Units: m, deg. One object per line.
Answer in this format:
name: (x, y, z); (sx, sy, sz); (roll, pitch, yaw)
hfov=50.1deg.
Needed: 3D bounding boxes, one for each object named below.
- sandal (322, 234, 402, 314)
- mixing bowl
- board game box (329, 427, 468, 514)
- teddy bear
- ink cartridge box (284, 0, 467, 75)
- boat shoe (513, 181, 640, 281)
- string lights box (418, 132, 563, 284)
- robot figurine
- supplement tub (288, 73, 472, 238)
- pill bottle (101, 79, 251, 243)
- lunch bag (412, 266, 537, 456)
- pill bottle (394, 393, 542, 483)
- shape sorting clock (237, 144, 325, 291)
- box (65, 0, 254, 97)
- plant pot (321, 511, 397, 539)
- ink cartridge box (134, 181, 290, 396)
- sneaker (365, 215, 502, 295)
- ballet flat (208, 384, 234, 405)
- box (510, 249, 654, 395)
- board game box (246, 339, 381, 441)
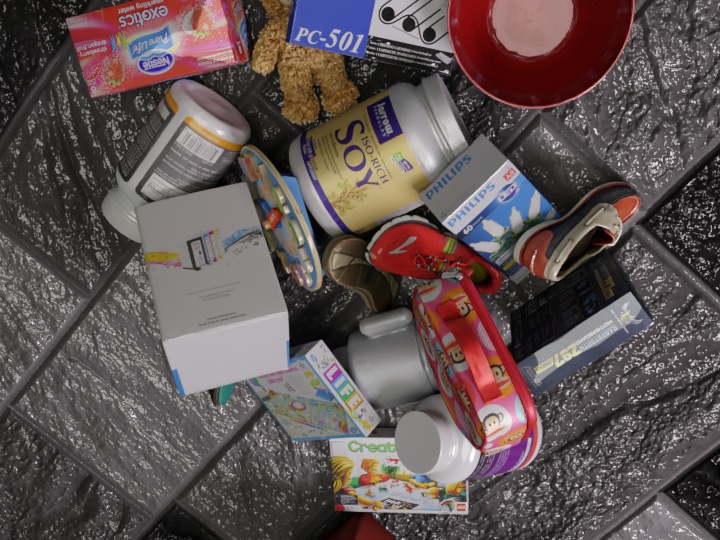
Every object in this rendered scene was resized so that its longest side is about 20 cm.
sandal: (0.000, 0.000, 0.986); (0.054, 0.200, 0.080); (22, 84, 32)
mixing bowl: (0.200, -0.294, 0.883); (0.200, 0.108, 0.200); (2, 109, 6)
board game box: (0.057, 0.294, 1.134); (0.200, 0.035, 0.126); (-2, 107, 9)
teddy bear: (-0.067, -0.279, 0.948); (0.145, 0.067, 0.200); (5, 109, 4)
ink cartridge box: (0.019, -0.296, 0.908); (0.200, 0.044, 0.094); (8, 108, -16)
boat shoe: (0.275, -0.046, 0.926); (0.200, 0.063, 0.071); (-27, 131, -27)
string lights box: (0.167, -0.068, 0.923); (0.103, 0.059, 0.200); (-44, 140, 13)
robot figurine: (0.059, 0.122, 1.036); (0.200, 0.113, 0.170); (-17, 125, 13)
supplement tub: (0.030, -0.138, 0.939); (0.200, 0.145, 0.145); (-26, 103, 15)
pill bottle: (-0.241, -0.135, 0.993); (0.116, 0.116, 0.200); (39, 109, -6)
lunch bag: (0.123, 0.102, 0.868); (0.082, 0.176, 0.200); (-23, 68, -2)
pill bottle: (0.140, 0.214, 1.004); (0.112, 0.200, 0.113); (-5, 83, 45)
shape sorting clock: (-0.103, -0.063, 0.964); (0.039, 0.200, 0.200); (-24, 106, -18)
box: (-0.242, -0.286, 0.954); (0.200, 0.095, 0.100); (-10, 106, 11)
plant pot: (-0.007, 0.477, 1.128); (0.200, 0.176, 0.200); (44, 109, -7)
ink cartridge box: (-0.182, 0.021, 0.954); (0.145, 0.200, 0.147); (-14, 148, -12)
sneaker: (0.100, -0.012, 0.958); (0.200, 0.085, 0.077); (9, 115, -33)
ballet flat: (-0.193, 0.090, 1.092); (0.068, 0.068, 0.200); (21, 100, 11)
box: (0.261, 0.058, 0.941); (0.158, 0.200, 0.051); (-37, 96, 17)
board game box: (-0.074, 0.169, 1.049); (0.134, 0.034, 0.200); (54, 146, -11)
